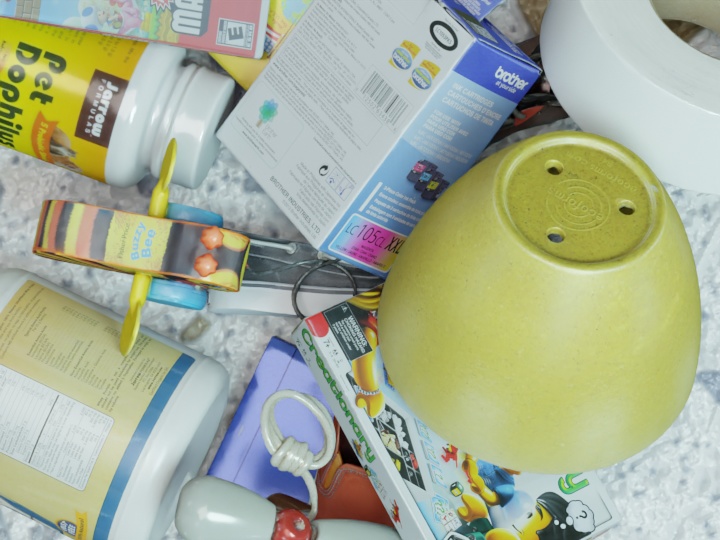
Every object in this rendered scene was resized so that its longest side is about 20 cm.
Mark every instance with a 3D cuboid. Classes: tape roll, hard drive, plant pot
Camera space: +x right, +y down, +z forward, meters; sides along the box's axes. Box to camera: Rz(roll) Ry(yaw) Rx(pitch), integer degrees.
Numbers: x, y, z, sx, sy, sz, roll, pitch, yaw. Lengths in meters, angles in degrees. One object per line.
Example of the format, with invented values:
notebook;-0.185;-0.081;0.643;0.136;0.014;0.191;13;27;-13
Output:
tape roll;0.215;-0.144;1.571;0.202;0.071;0.203;9;50;-11
hard drive;0.004;0.146;1.678;0.200;0.025;0.132;26;93;5
plant pot;0.117;-0.001;1.502;0.200;0.142;0.200;4;54;-5

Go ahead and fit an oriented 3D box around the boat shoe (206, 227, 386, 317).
boat shoe;0.000;0.000;1.657;0.200;0.072;0.068;3;86;8

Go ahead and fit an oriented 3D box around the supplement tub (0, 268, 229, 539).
supplement tub;-0.201;0.086;1.639;0.200;0.145;0.145;25;93;5

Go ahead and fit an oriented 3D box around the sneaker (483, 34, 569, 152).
sneaker;0.087;-0.117;1.637;0.200;0.082;0.077;-21;89;6

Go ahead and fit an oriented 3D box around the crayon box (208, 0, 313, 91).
crayon box;-0.038;-0.222;1.664;0.200;0.051;0.127;-45;86;4

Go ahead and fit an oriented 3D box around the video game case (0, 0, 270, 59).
video game case;-0.144;-0.218;1.589;0.200;0.017;0.143;7;91;-27

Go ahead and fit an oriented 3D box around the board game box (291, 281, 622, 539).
board game box;0.059;0.097;1.567;0.126;0.035;0.200;-24;79;-26

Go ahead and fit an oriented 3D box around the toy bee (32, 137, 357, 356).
toy bee;-0.111;-0.019;1.577;0.200;0.109;0.131;-9;83;3

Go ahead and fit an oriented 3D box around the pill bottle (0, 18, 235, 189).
pill bottle;-0.187;-0.122;1.652;0.200;0.109;0.109;20;93;5

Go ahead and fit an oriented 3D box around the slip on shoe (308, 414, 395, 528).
slip on shoe;0.005;0.136;1.633;0.074;0.061;0.200;9;96;4

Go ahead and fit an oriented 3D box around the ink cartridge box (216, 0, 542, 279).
ink cartridge box;0.019;-0.117;1.596;0.200;0.076;0.136;-54;50;15

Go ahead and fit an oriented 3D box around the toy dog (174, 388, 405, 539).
toy dog;-0.023;0.180;1.574;0.200;0.096;0.132;39;56;-4
